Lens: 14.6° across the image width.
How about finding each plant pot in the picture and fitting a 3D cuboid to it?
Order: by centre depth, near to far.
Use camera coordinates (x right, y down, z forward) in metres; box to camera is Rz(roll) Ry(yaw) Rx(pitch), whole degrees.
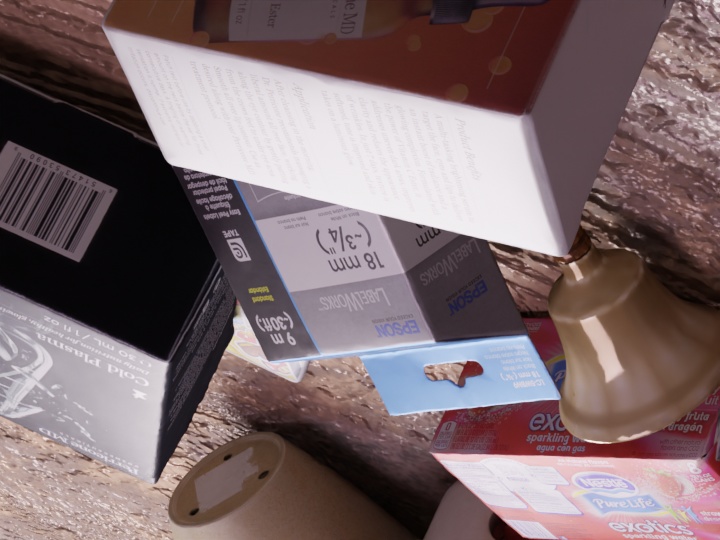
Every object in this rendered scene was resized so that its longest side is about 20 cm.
[{"bbox_3d":[-0.040,0.213,1.905,0.187,0.187,0.200,-5,128,47],"label":"plant pot"}]

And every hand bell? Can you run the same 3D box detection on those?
[{"bbox_3d":[0.103,-0.018,1.442,0.104,0.104,0.200,-3,130,45],"label":"hand bell"}]

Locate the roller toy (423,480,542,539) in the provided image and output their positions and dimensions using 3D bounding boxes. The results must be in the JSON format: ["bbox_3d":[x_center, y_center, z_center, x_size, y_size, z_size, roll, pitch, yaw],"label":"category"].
[{"bbox_3d":[0.115,0.225,1.802,0.200,0.140,0.182,38,151,-23],"label":"roller toy"}]

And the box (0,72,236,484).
[{"bbox_3d":[-0.177,0.002,1.614,0.200,0.124,0.197,24,157,5],"label":"box"}]

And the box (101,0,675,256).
[{"bbox_3d":[0.017,-0.115,1.227,0.200,0.152,0.106,13,151,22],"label":"box"}]

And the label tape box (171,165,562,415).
[{"bbox_3d":[0.000,0.000,1.473,0.144,0.063,0.200,-9,111,51],"label":"label tape box"}]

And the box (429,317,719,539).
[{"bbox_3d":[0.151,0.089,1.559,0.200,0.096,0.100,-2,145,45],"label":"box"}]

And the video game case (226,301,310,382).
[{"bbox_3d":[-0.111,-0.012,1.689,0.200,0.023,0.182,24,155,1],"label":"video game case"}]
